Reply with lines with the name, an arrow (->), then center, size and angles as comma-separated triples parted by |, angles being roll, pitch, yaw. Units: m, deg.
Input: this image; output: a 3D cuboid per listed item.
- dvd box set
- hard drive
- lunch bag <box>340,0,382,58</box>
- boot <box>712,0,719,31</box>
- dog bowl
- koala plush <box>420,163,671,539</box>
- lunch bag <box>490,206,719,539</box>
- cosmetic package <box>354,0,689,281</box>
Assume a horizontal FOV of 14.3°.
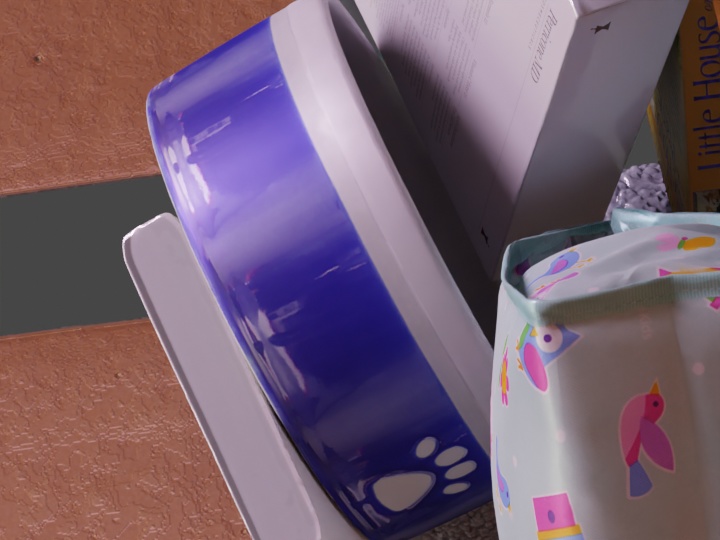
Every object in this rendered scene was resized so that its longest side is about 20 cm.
dvd box set -> 0.123, -0.119, 1.084 | 0.147, 0.029, 0.201 | -95, -3, -56
hard drive -> -0.027, 0.057, 1.095 | 0.132, 0.026, 0.200 | 64, -172, 14
lunch bag -> 0.047, -0.177, 1.319 | 0.200, 0.169, 0.123 | -98, -10, -76
boot -> 0.112, -0.142, 0.889 | 0.188, 0.068, 0.201 | 108, 148, -77
dog bowl -> 0.000, 0.000, 1.081 | 0.201, 0.079, 0.200 | 60, -173, -13
koala plush -> 0.069, 0.070, 1.248 | 0.184, 0.199, 0.178 | -95, -3, -64
lunch bag -> 0.101, 0.070, 0.944 | 0.200, 0.121, 0.171 | -132, 33, -83
cosmetic package -> 0.051, -0.108, 1.044 | 0.200, 0.051, 0.151 | 104, 146, -64
